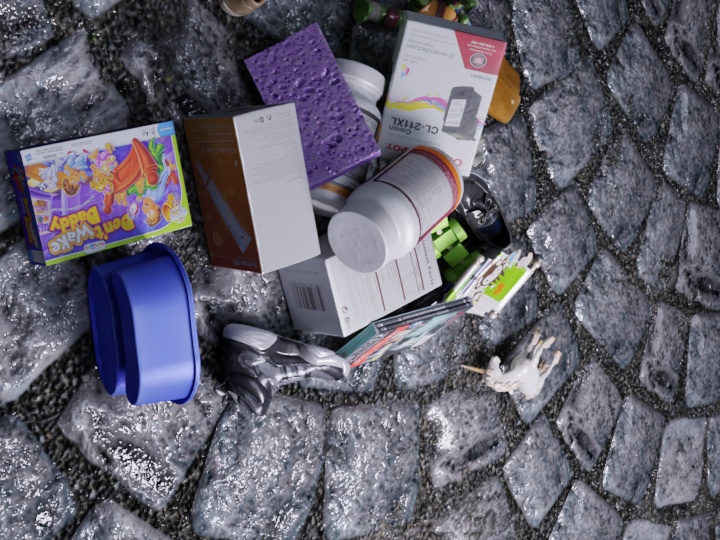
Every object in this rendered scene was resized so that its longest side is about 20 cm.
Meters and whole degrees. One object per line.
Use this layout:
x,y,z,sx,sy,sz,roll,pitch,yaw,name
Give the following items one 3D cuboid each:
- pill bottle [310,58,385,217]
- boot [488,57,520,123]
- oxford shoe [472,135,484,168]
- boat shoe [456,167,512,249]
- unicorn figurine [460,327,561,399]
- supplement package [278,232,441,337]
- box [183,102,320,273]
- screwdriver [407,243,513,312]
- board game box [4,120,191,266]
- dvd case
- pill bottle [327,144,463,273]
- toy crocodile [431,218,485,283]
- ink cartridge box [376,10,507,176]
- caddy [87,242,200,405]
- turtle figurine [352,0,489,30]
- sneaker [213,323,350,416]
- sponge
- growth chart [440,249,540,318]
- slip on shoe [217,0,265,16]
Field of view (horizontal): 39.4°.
-0.036,-0.182,1.389,0.116,0.116,0.200,23,80,-41,pill bottle
0.193,-0.273,1.614,0.144,0.071,0.201,38,65,-37,boot
0.129,-0.165,1.567,0.200,0.075,0.058,-24,107,-43,oxford shoe
0.193,-0.093,1.602,0.070,0.066,0.200,-41,141,-4,boat shoe
0.281,0.167,1.731,0.137,0.074,0.200,-54,132,-11,unicorn figurine
0.000,0.000,1.438,0.200,0.117,0.117,-26,109,-38,supplement package
-0.140,-0.108,1.297,0.097,0.124,0.200,-20,107,-37,box
0.158,0.011,1.592,0.200,0.029,0.028,-37,125,-8,screwdriver
-0.307,-0.096,1.203,0.200,0.045,0.135,-20,107,-39,board game box
0.056,0.095,1.490,0.200,0.146,0.022,-12,70,-39,dvd case
0.047,-0.082,1.340,0.200,0.109,0.110,-42,121,-44,pill bottle
0.148,-0.029,1.610,0.067,0.062,0.200,-36,124,2,toy crocodile
0.109,-0.248,1.424,0.146,0.083,0.200,11,113,-5,ink cartridge box
-0.250,0.068,1.208,0.105,0.141,0.200,-11,102,-35,caddy
0.100,-0.356,1.466,0.194,0.144,0.200,16,67,-33,turtle figurine
-0.111,0.148,1.382,0.200,0.075,0.114,20,83,-32,sneaker
-0.064,-0.215,1.323,0.111,0.030,0.200,-26,80,1,sponge
0.207,0.023,1.617,0.200,0.018,0.145,7,124,-52,growth chart
-0.128,-0.429,1.318,0.076,0.061,0.200,31,74,-39,slip on shoe
